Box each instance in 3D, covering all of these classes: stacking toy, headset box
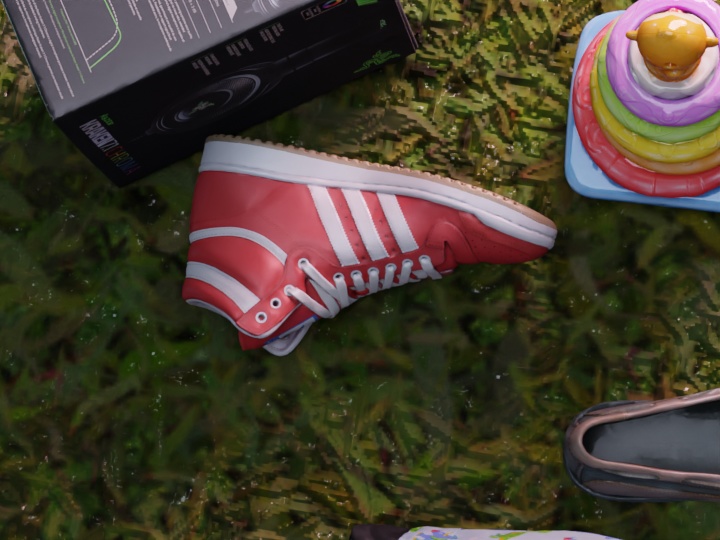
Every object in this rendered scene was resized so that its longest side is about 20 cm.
[{"bbox_3d":[0.159,-0.102,1.436,0.116,0.200,0.110,6,82,9],"label":"stacking toy"},{"bbox_3d":[-0.072,-0.140,1.486,0.200,0.174,0.093,-24,78,1],"label":"headset box"}]

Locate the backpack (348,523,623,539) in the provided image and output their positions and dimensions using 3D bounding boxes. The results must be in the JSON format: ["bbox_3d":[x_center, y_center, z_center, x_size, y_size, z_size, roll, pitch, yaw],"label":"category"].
[{"bbox_3d":[0.106,0.204,1.435,0.199,0.154,0.164,-10,77,27],"label":"backpack"}]

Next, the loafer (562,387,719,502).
[{"bbox_3d":[0.205,0.090,1.469,0.199,0.063,0.072,-6,80,6],"label":"loafer"}]

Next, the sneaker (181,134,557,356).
[{"bbox_3d":[0.000,0.000,1.506,0.199,0.071,0.113,11,81,14],"label":"sneaker"}]
